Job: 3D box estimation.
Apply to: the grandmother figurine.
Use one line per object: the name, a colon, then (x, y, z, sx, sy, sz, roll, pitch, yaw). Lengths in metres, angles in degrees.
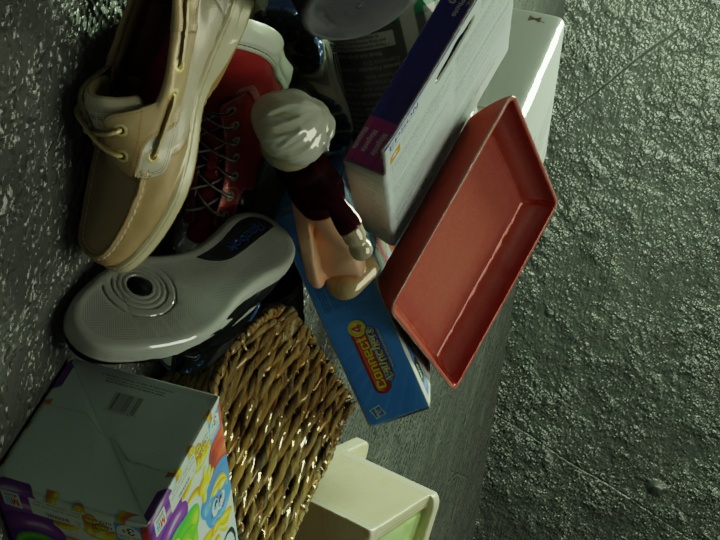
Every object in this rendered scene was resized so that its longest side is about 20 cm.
grandmother figurine: (-0.032, -0.052, 0.899, 0.061, 0.121, 0.200, -42, 150, -13)

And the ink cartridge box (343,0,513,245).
ink cartridge box: (0.053, -0.137, 0.953, 0.197, 0.043, 0.200, -59, 167, -13)

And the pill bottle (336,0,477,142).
pill bottle: (0.041, -0.147, 1.113, 0.113, 0.112, 0.201, -53, 133, -60)

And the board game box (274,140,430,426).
board game box: (0.000, 0.000, 1.121, 0.196, 0.056, 0.201, -82, 150, -69)

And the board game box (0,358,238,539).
board game box: (-0.148, 0.171, 0.834, 0.201, 0.104, 0.103, 88, 20, -43)

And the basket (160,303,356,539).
basket: (-0.120, 0.130, 1.005, 0.143, 0.148, 0.200, 56, 37, -25)

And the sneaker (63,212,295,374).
sneaker: (-0.128, 0.041, 0.874, 0.200, 0.073, 0.112, -29, 158, -49)

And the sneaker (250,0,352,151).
sneaker: (-0.041, -0.170, 1.047, 0.200, 0.076, 0.086, 82, 17, -60)

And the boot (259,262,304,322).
boot: (-0.061, 0.074, 1.191, 0.200, 0.069, 0.175, -77, 164, -76)

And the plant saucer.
plant saucer: (0.088, -0.022, 1.083, 0.200, 0.037, 0.200, -60, 153, -12)

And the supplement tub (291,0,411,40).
supplement tub: (-0.033, -0.236, 0.760, 0.107, 0.106, 0.201, 63, 7, -70)

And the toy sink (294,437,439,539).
toy sink: (-0.010, 0.241, 1.133, 0.200, 0.111, 0.131, -8, 117, -67)

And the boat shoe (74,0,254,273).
boat shoe: (-0.131, -0.096, 0.755, 0.069, 0.074, 0.201, 9, 106, -50)

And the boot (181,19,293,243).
boot: (-0.099, -0.093, 0.882, 0.200, 0.072, 0.145, 35, 70, -79)

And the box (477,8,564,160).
box: (0.083, -0.153, 1.299, 0.199, 0.199, 0.172, -62, 161, -48)
